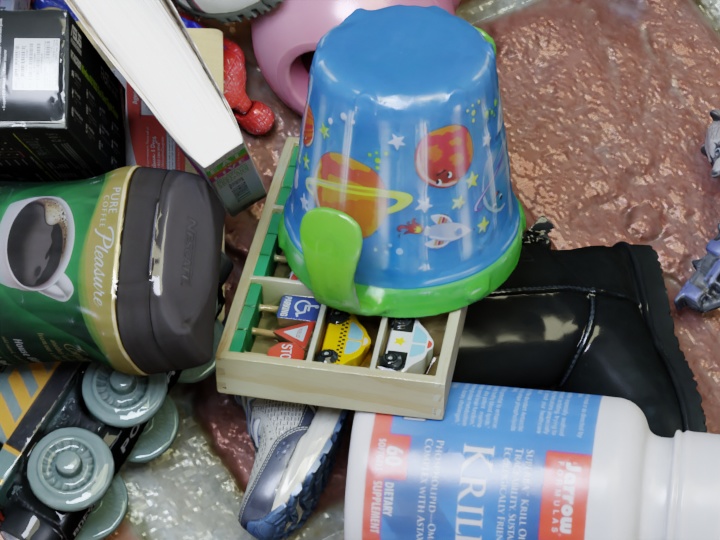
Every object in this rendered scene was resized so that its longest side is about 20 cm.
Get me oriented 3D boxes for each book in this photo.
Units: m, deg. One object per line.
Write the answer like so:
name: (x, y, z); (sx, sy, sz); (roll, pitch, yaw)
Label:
book: (-0.102, -0.100, 1.271); (0.048, 0.200, 0.134); (-33, 86, -2)

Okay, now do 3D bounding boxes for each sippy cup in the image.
sippy cup: (0.023, -0.067, 1.281); (0.139, 0.131, 0.178); (-7, 39, -9)

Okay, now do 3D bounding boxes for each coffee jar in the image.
coffee jar: (-0.169, 0.002, 1.226); (0.199, 0.085, 0.105); (-1, 68, 14)

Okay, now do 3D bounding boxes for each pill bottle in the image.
pill bottle: (0.096, 0.120, 1.284); (0.199, 0.112, 0.113); (4, 59, 9)

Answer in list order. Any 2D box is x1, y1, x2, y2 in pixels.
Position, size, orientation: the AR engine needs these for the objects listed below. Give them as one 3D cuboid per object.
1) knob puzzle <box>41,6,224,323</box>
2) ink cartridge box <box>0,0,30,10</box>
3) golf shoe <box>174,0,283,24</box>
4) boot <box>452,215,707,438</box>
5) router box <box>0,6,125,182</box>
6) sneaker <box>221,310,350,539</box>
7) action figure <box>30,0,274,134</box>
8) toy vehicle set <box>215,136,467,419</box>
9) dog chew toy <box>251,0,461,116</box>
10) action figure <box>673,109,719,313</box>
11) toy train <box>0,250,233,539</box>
knob puzzle: (-0.178, -0.053, 1.366); (0.218, 0.030, 0.221); (2, 78, -10)
ink cartridge box: (-0.288, -0.167, 1.364); (0.198, 0.042, 0.120); (1, 62, 7)
golf shoe: (-0.116, -0.209, 1.400); (0.200, 0.088, 0.077); (31, 85, 38)
boot: (0.105, 0.056, 1.377); (0.161, 0.074, 0.199); (2, 55, -18)
router box: (-0.208, -0.084, 1.233); (0.149, 0.200, 0.063); (-1, 82, 2)
sneaker: (-0.044, 0.064, 1.336); (0.085, 0.077, 0.201); (17, 51, 3)
action figure: (-0.137, -0.140, 1.423); (0.199, 0.052, 0.066); (32, 63, -3)
toy vehicle set: (0.000, 0.000, 1.324); (0.123, 0.027, 0.201); (6, 40, 7)
dog chew toy: (0.010, -0.180, 1.452); (0.124, 0.125, 0.201); (24, 50, -3)
action figure: (0.282, -0.025, 1.482); (0.193, 0.105, 0.200); (42, 84, 16)
toy train: (-0.152, 0.056, 1.287); (0.114, 0.085, 0.201); (27, 72, 14)
